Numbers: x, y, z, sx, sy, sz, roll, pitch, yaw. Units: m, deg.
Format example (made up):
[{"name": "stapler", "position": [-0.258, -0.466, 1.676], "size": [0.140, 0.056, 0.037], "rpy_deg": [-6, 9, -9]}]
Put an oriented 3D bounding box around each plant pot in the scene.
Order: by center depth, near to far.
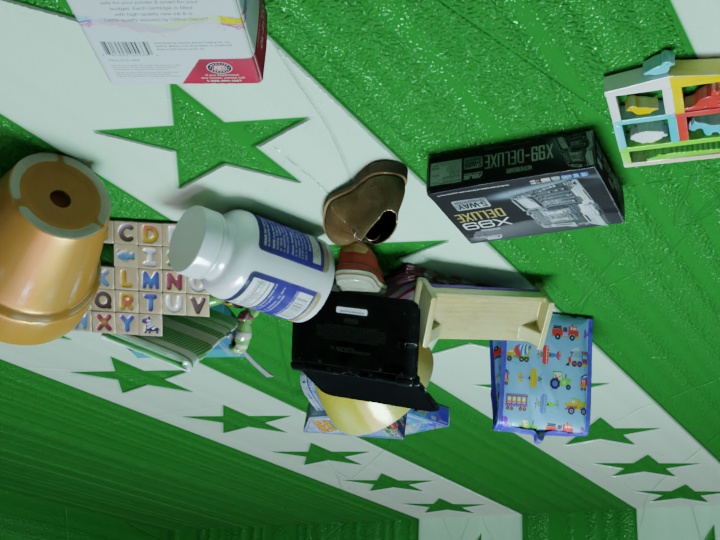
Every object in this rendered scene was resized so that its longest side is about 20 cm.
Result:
[{"name": "plant pot", "position": [-0.396, -0.039, 1.333], "size": [0.199, 0.201, 0.183], "rpy_deg": [15, 140, -28]}, {"name": "plant pot", "position": [-0.004, 0.138, 1.736], "size": [0.199, 0.201, 0.142], "rpy_deg": [-14, 128, 36]}]

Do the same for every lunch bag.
[{"name": "lunch bag", "position": [0.287, 0.175, 1.729], "size": [0.149, 0.202, 0.094], "rpy_deg": [6, 157, -7]}]

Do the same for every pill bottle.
[{"name": "pill bottle", "position": [-0.144, -0.013, 1.434], "size": [0.199, 0.121, 0.119], "rpy_deg": [21, 152, -36]}]

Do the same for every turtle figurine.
[{"name": "turtle figurine", "position": [-0.201, 0.062, 1.596], "size": [0.192, 0.145, 0.200], "rpy_deg": [10, 154, -7]}]

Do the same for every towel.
[{"name": "towel", "position": [-0.281, 0.086, 1.623], "size": [0.152, 0.024, 0.200], "rpy_deg": [20, -162, 7]}, {"name": "towel", "position": [0.114, 0.042, 1.667], "size": [0.199, 0.023, 0.144], "rpy_deg": [15, 156, -27]}]

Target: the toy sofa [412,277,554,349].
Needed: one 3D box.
[{"name": "toy sofa", "position": [0.172, 0.056, 1.592], "size": [0.198, 0.098, 0.083], "rpy_deg": [3, 116, -15]}]

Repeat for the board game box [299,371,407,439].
[{"name": "board game box", "position": [-0.036, 0.256, 2.095], "size": [0.198, 0.062, 0.200], "rpy_deg": [-7, 141, 21]}]

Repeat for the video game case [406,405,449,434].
[{"name": "video game case", "position": [0.054, 0.300, 2.272], "size": [0.181, 0.046, 0.199], "rpy_deg": [-17, 151, 41]}]

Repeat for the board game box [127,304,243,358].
[{"name": "board game box", "position": [-0.305, 0.102, 1.830], "size": [0.198, 0.047, 0.151], "rpy_deg": [-1, 158, 10]}]

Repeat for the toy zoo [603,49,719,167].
[{"name": "toy zoo", "position": [0.326, -0.166, 1.130], "size": [0.130, 0.021, 0.200], "rpy_deg": [-5, 157, 18]}]

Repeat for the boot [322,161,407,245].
[{"name": "boot", "position": [-0.001, -0.062, 1.358], "size": [0.073, 0.076, 0.200], "rpy_deg": [9, 158, -19]}]

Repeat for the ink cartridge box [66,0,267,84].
[{"name": "ink cartridge box", "position": [-0.165, -0.244, 0.918], "size": [0.144, 0.083, 0.200], "rpy_deg": [1, 158, 5]}]

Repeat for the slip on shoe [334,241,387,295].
[{"name": "slip on shoe", "position": [0.000, 0.000, 1.531], "size": [0.073, 0.062, 0.200], "rpy_deg": [3, 171, 6]}]

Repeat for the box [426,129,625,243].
[{"name": "box", "position": [0.196, -0.094, 1.284], "size": [0.199, 0.050, 0.158], "rpy_deg": [-7, 156, 23]}]

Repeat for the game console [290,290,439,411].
[{"name": "game console", "position": [0.010, 0.116, 1.583], "size": [0.199, 0.177, 0.116], "rpy_deg": [5, -173, 26]}]

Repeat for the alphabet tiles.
[{"name": "alphabet tiles", "position": [-0.306, 0.012, 1.503], "size": [0.198, 0.168, 0.008], "rpy_deg": [4, -160, -1]}]
